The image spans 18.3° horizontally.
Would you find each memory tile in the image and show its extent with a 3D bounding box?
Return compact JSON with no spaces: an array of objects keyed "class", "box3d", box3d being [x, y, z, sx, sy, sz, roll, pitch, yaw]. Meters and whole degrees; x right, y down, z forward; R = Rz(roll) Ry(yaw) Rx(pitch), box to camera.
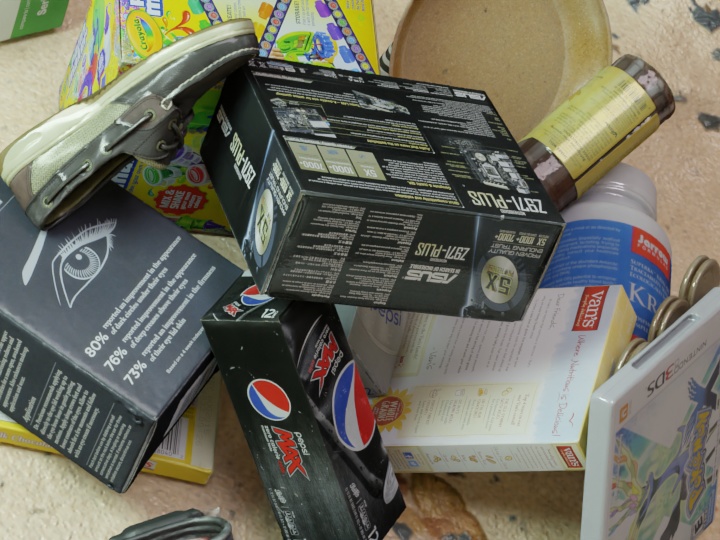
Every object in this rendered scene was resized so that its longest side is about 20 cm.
[{"class":"memory tile","box3d":[0.226,0.099,1.637,0.017,0.201,0.153,18,47,29]}]

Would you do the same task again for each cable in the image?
[{"class":"cable","box3d":[-0.159,0.201,1.480,0.199,0.097,0.051,-17,101,-24]}]

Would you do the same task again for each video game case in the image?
[{"class":"video game case","box3d":[0.211,0.136,1.590,0.022,0.202,0.182,20,35,30]}]

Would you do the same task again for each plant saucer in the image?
[{"class":"plant saucer","box3d":[0.101,-0.158,1.711,0.199,0.202,0.035,-8,17,-27]}]

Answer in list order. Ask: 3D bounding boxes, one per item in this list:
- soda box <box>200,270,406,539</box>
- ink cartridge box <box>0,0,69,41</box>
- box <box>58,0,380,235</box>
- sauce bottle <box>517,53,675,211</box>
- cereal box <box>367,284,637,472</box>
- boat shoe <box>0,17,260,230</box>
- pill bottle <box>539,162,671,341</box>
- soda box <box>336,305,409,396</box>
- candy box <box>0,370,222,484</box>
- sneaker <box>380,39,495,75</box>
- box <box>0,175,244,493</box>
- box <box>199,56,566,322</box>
[{"class":"soda box","box3d":[-0.036,0.099,1.518,0.070,0.201,0.063,0,33,33]},{"class":"ink cartridge box","box3d":[-0.336,-0.240,1.690,0.199,0.083,0.147,-20,67,-30]},{"class":"box","box3d":[-0.108,-0.132,1.639,0.191,0.200,0.123,5,57,-18]},{"class":"sauce bottle","box3d":[0.149,-0.083,1.699,0.200,0.065,0.065,-39,77,-14]},{"class":"cereal box","box3d":[0.089,0.079,1.607,0.198,0.040,0.145,-2,47,29]},{"class":"boat shoe","box3d":[-0.145,-0.095,1.479,0.200,0.072,0.066,-30,85,10]},{"class":"pill bottle","box3d":[0.182,0.018,1.713,0.111,0.112,0.201,16,55,-12]},{"class":"soda box","box3d":[0.000,0.000,1.662,0.064,0.068,0.201,53,40,-37]},{"class":"candy box","box3d":[-0.196,0.083,1.574,0.198,0.026,0.103,14,51,-13]},{"class":"sneaker","box3d":[0.104,-0.127,1.774,0.199,0.116,0.076,26,53,-5]},{"class":"box","box3d":[-0.193,0.026,1.531,0.199,0.105,0.148,35,50,5]},{"class":"box","box3d":[0.012,-0.055,1.502,0.198,0.087,0.164,6,35,-27]}]
